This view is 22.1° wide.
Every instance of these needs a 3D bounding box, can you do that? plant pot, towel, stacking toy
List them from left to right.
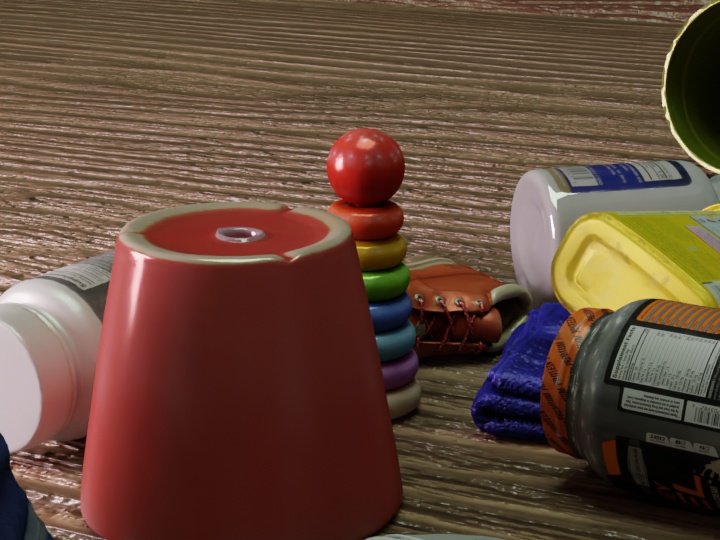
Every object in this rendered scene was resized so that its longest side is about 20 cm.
[{"bbox_3d":[-0.074,0.059,1.123,0.200,0.178,0.200,0,15,0],"label":"plant pot"},{"bbox_3d":[0.000,0.000,1.282,0.085,0.201,0.085,-1,16,0],"label":"stacking toy"},{"bbox_3d":[0.166,0.069,1.312,0.147,0.050,0.200,3,16,14],"label":"towel"},{"bbox_3d":[0.464,-0.199,2.031,0.200,0.201,0.193,10,7,33],"label":"plant pot"}]

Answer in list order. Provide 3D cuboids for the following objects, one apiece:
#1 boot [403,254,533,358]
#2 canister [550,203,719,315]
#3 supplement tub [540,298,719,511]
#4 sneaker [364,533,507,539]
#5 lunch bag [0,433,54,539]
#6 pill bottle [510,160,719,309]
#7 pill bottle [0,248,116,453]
[{"bbox_3d":[0.048,0.035,1.400,0.107,0.075,0.200,17,22,35],"label":"boot"},{"bbox_3d":[0.246,0.016,1.314,0.200,0.087,0.149,-2,37,-49],"label":"canister"},{"bbox_3d":[0.219,0.085,1.124,0.200,0.123,0.122,11,19,34],"label":"supplement tub"},{"bbox_3d":[0.087,0.166,0.929,0.082,0.075,0.200,-13,21,-43],"label":"sneaker"},{"bbox_3d":[-0.222,0.153,0.881,0.136,0.133,0.200,-23,14,5],"label":"lunch bag"},{"bbox_3d":[0.235,-0.031,1.530,0.199,0.120,0.120,-4,16,-13],"label":"pill bottle"},{"bbox_3d":[-0.187,0.051,1.269,0.114,0.114,0.200,10,19,31],"label":"pill bottle"}]
